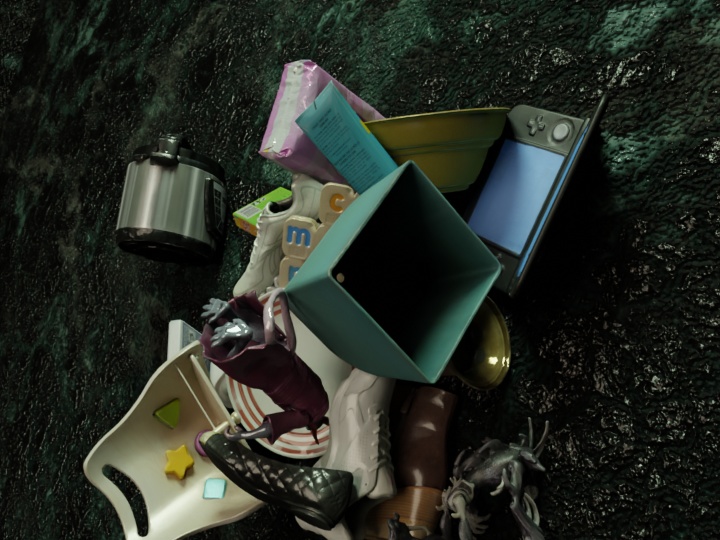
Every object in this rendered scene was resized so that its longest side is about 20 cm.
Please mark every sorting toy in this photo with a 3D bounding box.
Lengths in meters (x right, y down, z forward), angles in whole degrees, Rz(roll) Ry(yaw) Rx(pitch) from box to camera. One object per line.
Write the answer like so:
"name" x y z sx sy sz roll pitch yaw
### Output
"sorting toy" -0.216 0.225 0.780 0.203 0.178 0.107 55 152 7

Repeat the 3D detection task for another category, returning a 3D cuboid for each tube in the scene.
"tube" 0.014 -0.101 0.709 0.077 0.201 0.051 -32 14 43

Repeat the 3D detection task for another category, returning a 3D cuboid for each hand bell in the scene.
"hand bell" 0.067 0.100 0.766 0.198 0.102 0.108 -28 57 50

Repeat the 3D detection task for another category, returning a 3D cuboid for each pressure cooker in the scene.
"pressure cooker" -0.318 -0.125 1.131 0.173 0.176 0.207 -7 71 44

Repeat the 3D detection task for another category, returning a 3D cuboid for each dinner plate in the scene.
"dinner plate" -0.076 0.124 0.810 0.194 0.024 0.208 0 91 19

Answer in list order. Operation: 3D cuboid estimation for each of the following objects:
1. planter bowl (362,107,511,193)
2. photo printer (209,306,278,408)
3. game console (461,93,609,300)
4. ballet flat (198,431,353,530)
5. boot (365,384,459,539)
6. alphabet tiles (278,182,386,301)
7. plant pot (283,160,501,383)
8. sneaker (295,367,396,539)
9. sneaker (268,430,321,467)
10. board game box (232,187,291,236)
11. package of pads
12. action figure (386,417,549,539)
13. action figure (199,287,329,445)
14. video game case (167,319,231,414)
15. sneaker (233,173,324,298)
"planter bowl" 0.079 -0.132 0.770 0.197 0.197 0.086 2 103 43
"photo printer" -0.142 0.081 0.935 0.201 0.069 0.168 -49 25 21
"game console" 0.163 -0.084 0.695 0.174 0.115 0.205 30 96 45
"ballet flat" -0.092 0.210 0.699 0.195 0.067 0.057 15 56 30
"boot" 0.025 0.221 0.775 0.196 0.072 0.171 -9 58 43
"alphabet tiles" 0.000 0.000 0.790 0.193 0.015 0.201 11 115 7
"plant pot" 0.007 0.014 0.675 0.143 0.141 0.198 -53 18 -26
"sneaker" 0.009 0.195 0.707 0.098 0.077 0.206 18 87 40
"sneaker" -0.082 0.200 0.860 0.074 0.077 0.206 -27 59 33
"board game box" -0.097 -0.069 0.966 0.094 0.031 0.198 -32 35 -27
"package of pads" -0.032 -0.163 0.850 0.074 0.198 0.124 13 82 42
"action figure" 0.117 0.233 0.642 0.197 0.104 0.118 -34 11 -16
"action figure" -0.080 0.104 0.707 0.146 0.201 0.136 -26 30 26
"video game case" -0.223 0.195 0.937 0.022 0.183 0.206 -9 66 9
"sneaker" -0.105 -0.038 0.835 0.200 0.080 0.076 -47 28 20
